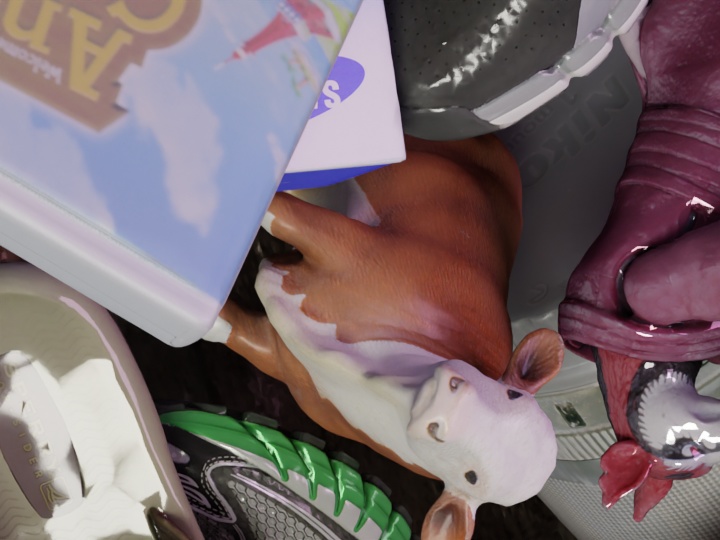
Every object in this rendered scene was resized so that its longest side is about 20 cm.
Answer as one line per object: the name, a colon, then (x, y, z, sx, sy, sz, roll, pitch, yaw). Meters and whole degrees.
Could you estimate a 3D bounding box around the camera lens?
camera lens: (0.112, 0.015, 0.971, 0.200, 0.159, 0.161, 47, 44, -39)

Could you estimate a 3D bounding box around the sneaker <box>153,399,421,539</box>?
sneaker: (-0.017, 0.114, 0.820, 0.200, 0.078, 0.085, 52, 54, -25)

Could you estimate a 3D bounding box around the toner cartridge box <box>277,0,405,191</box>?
toner cartridge box: (-0.090, -0.061, 0.705, 0.199, 0.043, 0.096, -7, 87, -29)

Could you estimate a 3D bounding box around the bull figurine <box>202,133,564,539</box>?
bull figurine: (0.000, 0.000, 0.809, 0.121, 0.065, 0.200, 30, 21, -8)

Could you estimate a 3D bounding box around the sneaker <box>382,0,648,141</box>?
sneaker: (0.058, -0.131, 0.737, 0.200, 0.075, 0.116, -47, 153, -7)

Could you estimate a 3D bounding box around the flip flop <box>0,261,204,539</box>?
flip flop: (-0.058, 0.092, 0.746, 0.058, 0.081, 0.201, -146, -148, -76)

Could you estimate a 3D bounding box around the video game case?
video game case: (-0.086, -0.107, 0.678, 0.199, 0.022, 0.183, 31, 63, -15)

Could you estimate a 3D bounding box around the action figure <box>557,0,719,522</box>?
action figure: (0.096, -0.030, 0.788, 0.148, 0.134, 0.201, 26, 76, -3)
